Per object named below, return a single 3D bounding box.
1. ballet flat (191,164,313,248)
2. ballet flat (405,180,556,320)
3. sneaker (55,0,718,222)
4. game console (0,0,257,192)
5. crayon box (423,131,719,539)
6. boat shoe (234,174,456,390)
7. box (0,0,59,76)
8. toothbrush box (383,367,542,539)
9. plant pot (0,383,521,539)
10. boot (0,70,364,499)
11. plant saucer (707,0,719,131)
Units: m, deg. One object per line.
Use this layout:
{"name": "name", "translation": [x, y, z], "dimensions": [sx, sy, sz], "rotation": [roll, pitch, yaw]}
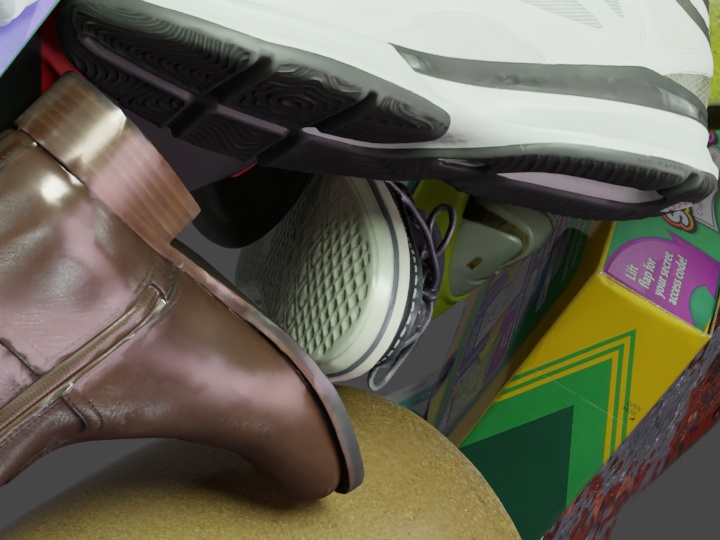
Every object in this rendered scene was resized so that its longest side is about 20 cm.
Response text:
{"name": "ballet flat", "translation": [-0.029, -0.095, 0.793], "dimensions": [0.068, 0.068, 0.200], "rotation": [-2, 126, -48]}
{"name": "ballet flat", "translation": [0.056, -0.045, 1.043], "dimensions": [0.067, 0.067, 0.200], "rotation": [-27, 141, -59]}
{"name": "sneaker", "translation": [0.012, -0.088, 0.704], "dimensions": [0.076, 0.200, 0.116], "rotation": [-23, -120, 59]}
{"name": "game console", "translation": [-0.083, -0.089, 0.673], "dimensions": [0.177, 0.031, 0.200], "rotation": [-23, 136, -30]}
{"name": "crayon box", "translation": [0.094, 0.016, 1.069], "dimensions": [0.173, 0.058, 0.200], "rotation": [-53, -172, 36]}
{"name": "boat shoe", "translation": [0.000, 0.000, 0.856], "dimensions": [0.200, 0.062, 0.075], "rotation": [-148, -103, -79]}
{"name": "box", "translation": [-0.075, -0.149, 0.573], "dimensions": [0.117, 0.048, 0.200], "rotation": [45, 71, -33]}
{"name": "toothbrush box", "translation": [0.006, 0.163, 1.168], "dimensions": [0.146, 0.085, 0.200], "rotation": [-23, 139, -55]}
{"name": "plant pot", "translation": [-0.068, 0.143, 0.804], "dimensions": [0.200, 0.186, 0.187], "rotation": [-10, 127, -51]}
{"name": "boot", "translation": [-0.109, 0.067, 0.705], "dimensions": [0.200, 0.064, 0.186], "rotation": [-45, 130, -11]}
{"name": "plant saucer", "translation": [0.091, -0.073, 0.885], "dimensions": [0.200, 0.200, 0.048], "rotation": [-6, 91, -41]}
